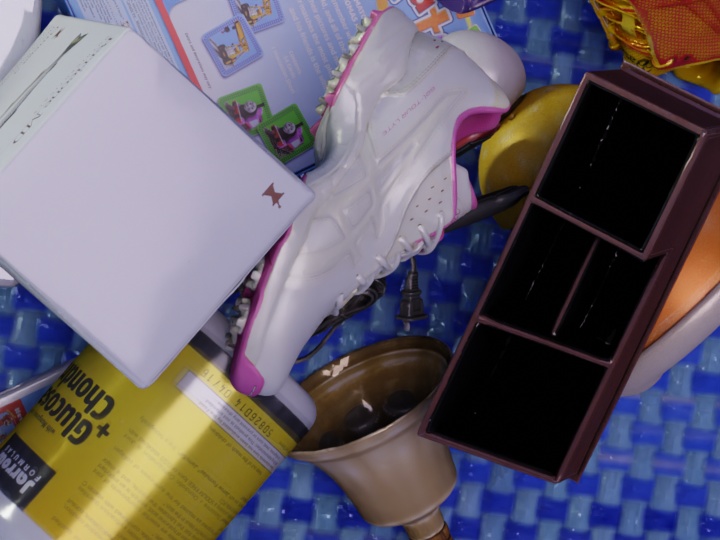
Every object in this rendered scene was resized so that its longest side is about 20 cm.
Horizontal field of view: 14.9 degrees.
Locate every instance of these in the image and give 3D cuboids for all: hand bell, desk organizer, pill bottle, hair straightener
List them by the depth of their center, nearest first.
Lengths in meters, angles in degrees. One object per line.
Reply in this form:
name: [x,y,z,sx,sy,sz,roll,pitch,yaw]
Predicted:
desk organizer: [0.106,0.005,1.324,0.072,0.077,0.200,28,104,16]
pill bottle: [-0.123,0.108,1.358,0.112,0.112,0.200,42,85,-13]
hair straightener: [0.000,0.000,1.393,0.200,0.041,0.077,-27,89,21]
hand bell: [0.038,0.146,1.443,0.104,0.104,0.200,-29,112,-9]

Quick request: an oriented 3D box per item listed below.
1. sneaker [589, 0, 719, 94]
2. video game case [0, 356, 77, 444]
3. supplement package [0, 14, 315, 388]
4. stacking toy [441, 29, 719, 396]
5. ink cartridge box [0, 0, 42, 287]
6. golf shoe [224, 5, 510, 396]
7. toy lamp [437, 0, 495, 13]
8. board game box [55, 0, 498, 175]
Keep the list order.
sneaker: [0.151,-0.139,1.399,0.200,0.073,0.077,26,92,-51]
video game case: [-0.186,0.142,1.413,0.200,0.017,0.143,-25,100,-10]
supplement package: [-0.121,-0.038,1.280,0.117,0.200,0.117,43,84,-16]
stacking toy: [0.110,-0.046,1.413,0.146,0.146,0.200,-45,95,-6]
ink cartridge box: [-0.261,-0.097,1.362,0.200,0.043,0.197,5,96,-13]
golf shoe: [0.003,-0.024,1.301,0.091,0.075,0.200,26,80,-5]
toy lamp: [0.112,-0.204,1.419,0.200,0.058,0.058,-41,103,-21]
board game box: [-0.041,-0.128,1.414,0.200,0.037,0.151,-26,101,-10]
